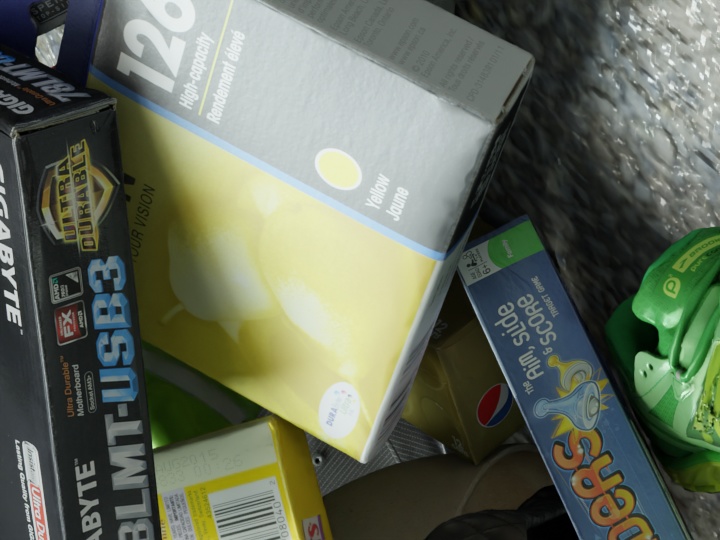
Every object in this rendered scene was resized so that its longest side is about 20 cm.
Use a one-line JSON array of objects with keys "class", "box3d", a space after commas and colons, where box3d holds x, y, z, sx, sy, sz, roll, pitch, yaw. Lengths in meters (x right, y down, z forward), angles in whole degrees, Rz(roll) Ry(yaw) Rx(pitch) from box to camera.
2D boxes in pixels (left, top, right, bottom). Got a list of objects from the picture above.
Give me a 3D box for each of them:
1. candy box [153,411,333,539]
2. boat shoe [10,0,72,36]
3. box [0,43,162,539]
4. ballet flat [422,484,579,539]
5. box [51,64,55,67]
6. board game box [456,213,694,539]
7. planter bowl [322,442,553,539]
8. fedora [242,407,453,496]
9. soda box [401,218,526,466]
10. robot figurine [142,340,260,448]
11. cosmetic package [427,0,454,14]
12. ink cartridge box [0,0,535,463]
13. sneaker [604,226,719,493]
[{"class": "candy box", "box3d": [-0.042, 0.162, 1.130, 0.102, 0.026, 0.201, -17, 87, 37]}, {"class": "boat shoe", "box3d": [-0.112, -0.139, 1.160, 0.057, 0.068, 0.200, 59, -174, -10]}, {"class": "box", "box3d": [-0.150, 0.007, 1.109, 0.198, 0.050, 0.201, 29, 131, 50]}, {"class": "ballet flat", "box3d": [0.076, 0.121, 1.143, 0.057, 0.200, 0.067, -1, 91, 26]}, {"class": "box", "box3d": [-0.174, -0.038, 1.301, 0.040, 0.137, 0.200, 57, -170, -10]}, {"class": "board game box", "box3d": [0.099, 0.094, 1.057, 0.201, 0.034, 0.135, 67, -175, 36]}, {"class": "planter bowl", "box3d": [0.011, 0.172, 1.222, 0.134, 0.201, 0.201, -1, 130, 27]}, {"class": "fedora", "box3d": [-0.036, 0.072, 1.365, 0.177, 0.090, 0.201, 24, 145, 51]}, {"class": "soda box", "box3d": [0.000, 0.000, 1.218, 0.200, 0.064, 0.068, 30, 150, 44]}, {"class": "robot figurine", "box3d": [-0.115, 0.080, 1.246, 0.115, 0.201, 0.175, 30, 166, -22]}, {"class": "cosmetic package", "box3d": [-0.022, -0.095, 1.107, 0.101, 0.071, 0.200, 42, 157, 25]}, {"class": "ink cartridge box", "box3d": [-0.055, -0.045, 1.044, 0.199, 0.047, 0.198, 26, 140, 6]}, {"class": "sneaker", "box3d": [0.130, 0.027, 0.979, 0.084, 0.074, 0.200, 50, 159, -4]}]
